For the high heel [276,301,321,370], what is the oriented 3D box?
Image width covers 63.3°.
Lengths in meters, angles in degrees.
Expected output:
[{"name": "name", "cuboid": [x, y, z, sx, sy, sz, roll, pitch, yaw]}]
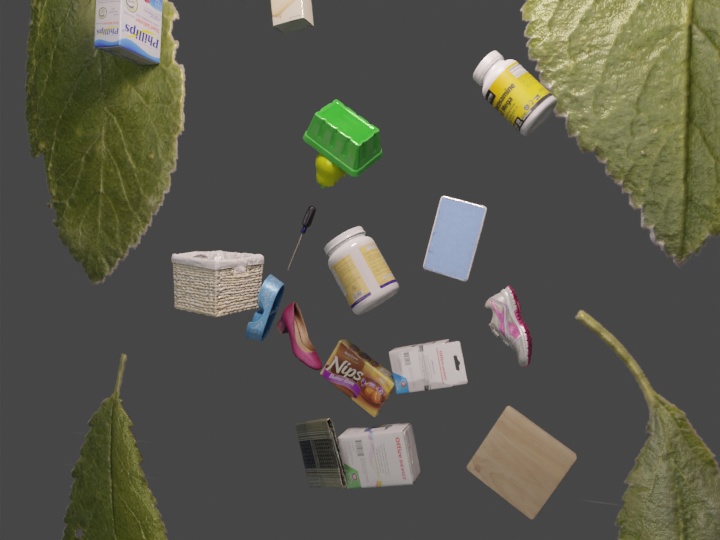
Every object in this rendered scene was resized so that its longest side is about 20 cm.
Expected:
[{"name": "high heel", "cuboid": [-0.163, 0.190, 1.681, 0.200, 0.067, 0.097, 45, 117, 17]}]

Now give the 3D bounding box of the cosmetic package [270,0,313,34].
[{"name": "cosmetic package", "cuboid": [-0.200, -0.794, 1.659, 0.102, 0.073, 0.204, -7, 89, 20]}]

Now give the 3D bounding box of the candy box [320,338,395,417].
[{"name": "candy box", "cuboid": [-0.003, 0.297, 1.634, 0.199, 0.056, 0.118, 36, 104, 15]}]

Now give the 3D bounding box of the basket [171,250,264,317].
[{"name": "basket", "cuboid": [-0.410, 0.032, 1.691, 0.197, 0.197, 0.164, 5, 98, 33]}]

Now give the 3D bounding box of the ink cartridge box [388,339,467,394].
[{"name": "ink cartridge box", "cuboid": [0.185, 0.253, 1.554, 0.196, 0.068, 0.118, -12, 88, 21]}]

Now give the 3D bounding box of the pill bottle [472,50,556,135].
[{"name": "pill bottle", "cuboid": [0.373, -0.438, 1.433, 0.113, 0.112, 0.200, -46, 76, 16]}]

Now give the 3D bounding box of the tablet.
[{"name": "tablet", "cuboid": [0.249, -0.085, 1.546, 0.128, 0.014, 0.204, 17, 99, 19]}]

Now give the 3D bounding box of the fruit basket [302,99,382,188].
[{"name": "fruit basket", "cuboid": [-0.056, -0.328, 1.607, 0.214, 0.155, 0.218, 31, 144, 25]}]

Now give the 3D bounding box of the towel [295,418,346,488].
[{"name": "towel", "cuboid": [-0.109, 0.518, 1.652, 0.199, 0.034, 0.196, -24, 77, 52]}]

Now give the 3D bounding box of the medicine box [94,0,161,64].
[{"name": "medicine box", "cuboid": [-0.709, -0.760, 1.794, 0.101, 0.182, 0.204, 5, 94, 20]}]

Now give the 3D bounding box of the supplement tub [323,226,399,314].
[{"name": "supplement tub", "cuboid": [0.000, 0.000, 1.573, 0.144, 0.145, 0.202, -32, 81, 18]}]

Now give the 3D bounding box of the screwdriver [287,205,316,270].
[{"name": "screwdriver", "cuboid": [-0.177, -0.094, 1.701, 0.029, 0.028, 0.203, 39, 108, 46]}]

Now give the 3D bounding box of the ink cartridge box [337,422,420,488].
[{"name": "ink cartridge box", "cuboid": [0.053, 0.508, 1.604, 0.197, 0.087, 0.148, -12, 89, 23]}]

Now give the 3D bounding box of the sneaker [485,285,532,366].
[{"name": "sneaker", "cuboid": [0.374, 0.147, 1.477, 0.087, 0.081, 0.204, -21, 77, 21]}]

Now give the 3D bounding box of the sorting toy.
[{"name": "sorting toy", "cuboid": [0.406, 0.476, 1.478, 0.199, 0.069, 0.201, 35, 103, 17]}]

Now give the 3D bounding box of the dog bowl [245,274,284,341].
[{"name": "dog bowl", "cuboid": [-0.276, 0.114, 1.706, 0.049, 0.111, 0.203, 21, 99, 5]}]
